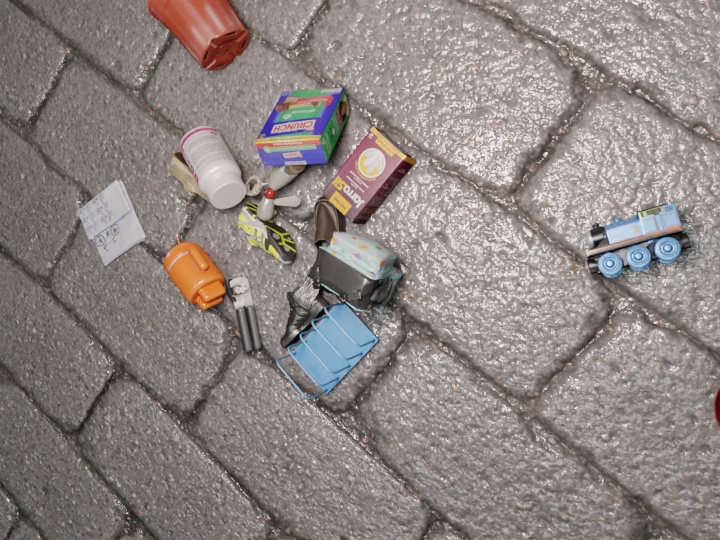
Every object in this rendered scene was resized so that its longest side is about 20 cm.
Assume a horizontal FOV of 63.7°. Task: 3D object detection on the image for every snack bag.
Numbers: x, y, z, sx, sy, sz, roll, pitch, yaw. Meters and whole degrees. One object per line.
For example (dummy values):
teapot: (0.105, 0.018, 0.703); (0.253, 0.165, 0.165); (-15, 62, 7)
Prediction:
snack bag: (-0.729, -0.135, 1.693); (0.188, 0.021, 0.201); (-29, 81, 20)

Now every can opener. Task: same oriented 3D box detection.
can opener: (-0.306, 0.114, 1.527); (0.066, 0.053, 0.201); (-22, 81, 55)

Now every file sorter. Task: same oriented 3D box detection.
file sorter: (-0.085, 0.192, 1.396); (0.139, 0.123, 0.200); (47, 107, 14)

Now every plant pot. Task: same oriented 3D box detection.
plant pot: (-0.396, -0.631, 1.462); (0.201, 0.201, 0.196); (-37, 87, 19)

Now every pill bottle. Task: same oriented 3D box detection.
pill bottle: (-0.373, -0.262, 1.476); (0.113, 0.113, 0.200); (-41, 64, 18)

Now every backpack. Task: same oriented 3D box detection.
backpack: (0.000, 0.000, 1.317); (0.175, 0.200, 0.154); (27, 96, 23)

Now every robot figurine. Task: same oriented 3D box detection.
robot figurine: (-0.442, 0.008, 1.534); (0.117, 0.144, 0.200); (-39, 76, -2)

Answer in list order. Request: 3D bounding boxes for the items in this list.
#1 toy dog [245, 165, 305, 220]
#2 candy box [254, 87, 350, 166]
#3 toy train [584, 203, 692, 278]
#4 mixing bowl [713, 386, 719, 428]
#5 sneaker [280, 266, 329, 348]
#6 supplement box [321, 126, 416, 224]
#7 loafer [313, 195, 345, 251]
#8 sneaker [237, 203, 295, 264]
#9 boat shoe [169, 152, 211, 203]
toy dog: (-0.189, -0.222, 1.446); (0.200, 0.096, 0.132); (-45, 61, 30)
candy box: (-0.133, -0.339, 1.362); (0.168, 0.077, 0.200); (2, 52, 21)
toy train: (0.547, -0.057, 1.160); (0.199, 0.087, 0.115); (-17, 77, 24)
mixing bowl: (0.767, 0.247, 1.051); (0.200, 0.108, 0.201); (19, 119, 38)
sneaker: (-0.153, 0.094, 1.455); (0.200, 0.060, 0.104); (-45, 77, 12)
supplement box: (0.019, -0.219, 1.358); (0.110, 0.086, 0.200); (44, 107, 14)
loafer: (-0.077, -0.084, 1.409); (0.073, 0.071, 0.201); (-10, 88, 22)
sneaker: (-0.240, -0.084, 1.482); (0.200, 0.075, 0.076); (48, 119, 22)
boat shoe: (-0.439, -0.234, 1.552); (0.200, 0.072, 0.065); (43, 118, 15)
